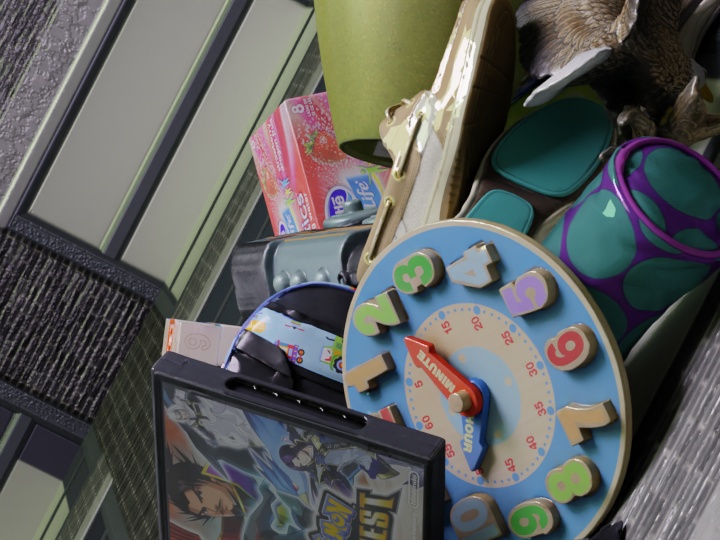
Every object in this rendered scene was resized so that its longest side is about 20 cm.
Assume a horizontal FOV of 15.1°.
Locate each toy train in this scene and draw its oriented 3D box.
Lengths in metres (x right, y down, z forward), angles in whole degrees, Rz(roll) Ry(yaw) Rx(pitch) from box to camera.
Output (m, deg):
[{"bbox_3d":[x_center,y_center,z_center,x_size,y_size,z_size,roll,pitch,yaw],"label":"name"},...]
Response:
[{"bbox_3d":[0.000,0.000,1.794,0.200,0.114,0.086,-2,101,59],"label":"toy train"}]

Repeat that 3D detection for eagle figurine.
[{"bbox_3d":[0.169,-0.148,1.643,0.151,0.151,0.201,73,-170,-61],"label":"eagle figurine"}]

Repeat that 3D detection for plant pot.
[{"bbox_3d":[0.045,-0.171,1.775,0.187,0.186,0.201,154,125,-73],"label":"plant pot"}]

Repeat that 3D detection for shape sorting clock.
[{"bbox_3d":[0.066,0.070,1.526,0.039,0.200,0.200,-19,-25,-44],"label":"shape sorting clock"}]

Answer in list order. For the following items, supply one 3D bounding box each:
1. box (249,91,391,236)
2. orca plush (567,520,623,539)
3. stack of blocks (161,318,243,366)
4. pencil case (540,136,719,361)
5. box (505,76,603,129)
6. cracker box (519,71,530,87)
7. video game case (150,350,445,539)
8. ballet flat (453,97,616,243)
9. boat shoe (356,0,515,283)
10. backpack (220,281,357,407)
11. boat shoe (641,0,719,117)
[{"bbox_3d":[-0.004,-0.028,2.027,0.103,0.094,0.201,143,113,-67],"label":"box"},{"bbox_3d":[0.062,0.197,1.497,0.200,0.071,0.105,-49,17,52],"label":"orca plush"},{"bbox_3d":[-0.034,0.074,1.884,0.115,0.199,0.059,178,99,-79],"label":"stack of blocks"},{"bbox_3d":[0.134,0.019,1.534,0.200,0.092,0.085,-56,2,40],"label":"pencil case"},{"bbox_3d":[0.116,-0.098,1.909,0.122,0.048,0.200,-38,-1,-25],"label":"box"},{"bbox_3d":[0.118,-0.163,1.968,0.134,0.058,0.200,-32,-4,-23],"label":"cracker box"},{"bbox_3d":[-0.037,0.156,1.593,0.026,0.180,0.201,-49,-32,-46],"label":"video game case"},{"bbox_3d":[0.091,-0.033,1.643,0.200,0.069,0.069,-47,-3,-43],"label":"ballet flat"},{"bbox_3d":[0.043,-0.075,1.662,0.074,0.066,0.201,17,-92,-67],"label":"boat shoe"},{"bbox_3d":[-0.007,0.109,1.697,0.183,0.200,0.135,-66,11,-12],"label":"backpack"},{"bbox_3d":[0.205,-0.197,1.767,0.200,0.073,0.075,-62,11,6],"label":"boat shoe"}]
